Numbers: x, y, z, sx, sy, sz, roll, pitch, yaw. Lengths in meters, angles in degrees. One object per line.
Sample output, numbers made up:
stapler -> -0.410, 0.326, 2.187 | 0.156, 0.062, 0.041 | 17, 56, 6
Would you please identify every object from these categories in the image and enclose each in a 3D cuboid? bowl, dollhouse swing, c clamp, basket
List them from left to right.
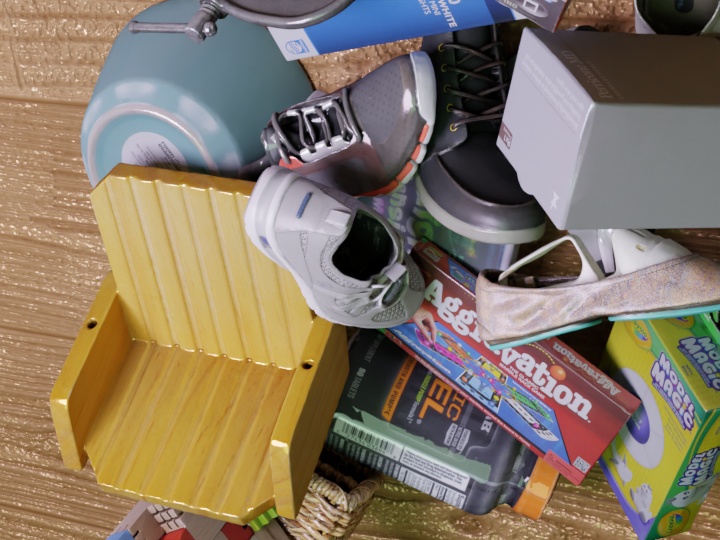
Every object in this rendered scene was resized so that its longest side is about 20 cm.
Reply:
dollhouse swing -> -0.129, 0.053, 0.903 | 0.197, 0.183, 0.177 | 10, 149, 18
bowl -> -0.137, -0.096, 0.968 | 0.198, 0.105, 0.203 | 12, 126, 17
basket -> -0.075, 0.150, 1.074 | 0.199, 0.143, 0.150 | 31, 131, 10
c clamp -> -0.045, -0.221, 0.807 | 0.170, 0.201, 0.027 | 20, 158, 39

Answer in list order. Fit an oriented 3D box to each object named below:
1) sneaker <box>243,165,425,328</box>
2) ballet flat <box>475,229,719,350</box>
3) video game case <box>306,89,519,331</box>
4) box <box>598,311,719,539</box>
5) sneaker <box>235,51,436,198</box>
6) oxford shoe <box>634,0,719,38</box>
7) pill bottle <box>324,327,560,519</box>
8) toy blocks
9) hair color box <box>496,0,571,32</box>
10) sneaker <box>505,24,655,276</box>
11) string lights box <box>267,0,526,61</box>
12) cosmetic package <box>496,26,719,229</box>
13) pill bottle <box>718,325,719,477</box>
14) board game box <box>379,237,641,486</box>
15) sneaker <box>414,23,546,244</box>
sneaker -> 0.000, 0.000, 0.842 | 0.081, 0.076, 0.200 | 20, 173, 33
ballet flat -> 0.162, 0.006, 0.830 | 0.198, 0.068, 0.068 | -12, 90, 28
video game case -> 0.032, -0.023, 0.959 | 0.180, 0.023, 0.202 | 24, 136, 17
box -> 0.220, 0.095, 0.899 | 0.048, 0.118, 0.201 | -11, 140, -17
sneaker -> -0.023, -0.084, 0.847 | 0.081, 0.078, 0.200 | 7, 152, -31
oxford shoe -> 0.213, -0.131, 0.815 | 0.074, 0.058, 0.202 | 1, 124, 19
pill bottle -> 0.070, 0.132, 1.022 | 0.198, 0.106, 0.107 | 23, 128, 9
toy blocks -> -0.119, 0.238, 0.971 | 0.099, 0.137, 0.201 | -25, 106, 40
hair color box -> 0.111, -0.251, 0.698 | 0.110, 0.202, 0.064 | 28, 171, 4
sneaker -> 0.155, -0.072, 0.879 | 0.079, 0.074, 0.202 | -3, 116, 39
string lights box -> 0.038, -0.206, 0.810 | 0.198, 0.104, 0.059 | -6, 140, 27
cosmetic package -> 0.192, -0.084, 0.739 | 0.197, 0.107, 0.091 | 0, 123, -21
pill bottle -> 0.303, 0.066, 0.870 | 0.107, 0.109, 0.202 | 10, 125, 18
board game box -> 0.106, 0.070, 0.939 | 0.199, 0.019, 0.104 | 37, 139, 13
sneaker -> 0.072, -0.106, 0.815 | 0.074, 0.201, 0.107 | -5, 127, -15
